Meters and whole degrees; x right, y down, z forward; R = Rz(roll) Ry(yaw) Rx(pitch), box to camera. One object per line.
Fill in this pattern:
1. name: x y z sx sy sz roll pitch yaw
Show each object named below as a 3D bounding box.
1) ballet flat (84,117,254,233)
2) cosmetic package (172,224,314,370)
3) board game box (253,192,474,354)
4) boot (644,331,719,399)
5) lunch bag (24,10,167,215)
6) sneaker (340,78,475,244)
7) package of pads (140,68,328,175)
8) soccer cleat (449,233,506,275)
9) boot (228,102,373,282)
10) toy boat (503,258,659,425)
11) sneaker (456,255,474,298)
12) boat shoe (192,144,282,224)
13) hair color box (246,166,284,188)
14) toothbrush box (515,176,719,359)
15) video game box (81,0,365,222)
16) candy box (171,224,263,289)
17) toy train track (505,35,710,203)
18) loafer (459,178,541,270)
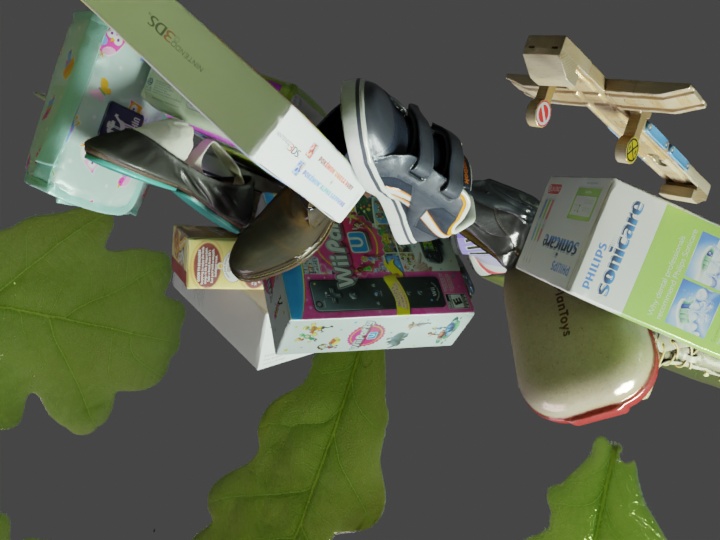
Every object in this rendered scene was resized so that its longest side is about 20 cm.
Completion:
1. ballet flat: -0.166 -0.098 0.715 0.067 0.070 0.199 22 176 32
2. cosmetic package: -0.134 0.025 0.960 0.111 0.083 0.199 -10 -143 -41
3. board game box: 0.000 0.000 0.783 0.195 0.150 0.065 -2 147 -24
4. boot: 0.386 0.099 0.940 0.151 0.073 0.201 19 -146 6
5. lunch bag: -0.253 -0.147 0.766 0.120 0.174 0.200 22 -179 -7
6. sneaker: 0.044 -0.087 0.611 0.077 0.080 0.200 -8 157 15
7. package of pads: -0.097 -0.142 0.770 0.152 0.070 0.200 22 179 19
8. soccer cleat: 0.152 -0.044 0.932 0.071 0.070 0.200 -7 161 22
9. boot: -0.052 -0.073 0.679 0.075 0.199 0.097 51 -178 25
10. toy boat: 0.220 0.056 0.754 0.128 0.204 0.130 -21 142 27
11. sneaker: 0.104 -0.013 0.971 0.113 0.072 0.200 61 -179 15
12. boat shoe: -0.146 -0.085 0.874 0.070 0.071 0.200 26 -179 12
13. hair color box: -0.048 -0.118 0.935 0.196 0.066 0.109 19 176 24
14. toothbrush box: 0.237 0.005 0.593 0.196 0.088 0.146 21 -174 -5
15. video game box: -0.096 -0.129 0.552 0.200 0.047 0.182 43 -174 16
16. candy box: -0.104 -0.015 0.865 0.195 0.057 0.115 2 -171 -22
17. toy train track: 0.152 -0.072 0.450 0.198 0.033 0.114 23 178 -43
18. loafer: 0.079 -0.067 0.775 0.196 0.074 0.073 22 180 20
